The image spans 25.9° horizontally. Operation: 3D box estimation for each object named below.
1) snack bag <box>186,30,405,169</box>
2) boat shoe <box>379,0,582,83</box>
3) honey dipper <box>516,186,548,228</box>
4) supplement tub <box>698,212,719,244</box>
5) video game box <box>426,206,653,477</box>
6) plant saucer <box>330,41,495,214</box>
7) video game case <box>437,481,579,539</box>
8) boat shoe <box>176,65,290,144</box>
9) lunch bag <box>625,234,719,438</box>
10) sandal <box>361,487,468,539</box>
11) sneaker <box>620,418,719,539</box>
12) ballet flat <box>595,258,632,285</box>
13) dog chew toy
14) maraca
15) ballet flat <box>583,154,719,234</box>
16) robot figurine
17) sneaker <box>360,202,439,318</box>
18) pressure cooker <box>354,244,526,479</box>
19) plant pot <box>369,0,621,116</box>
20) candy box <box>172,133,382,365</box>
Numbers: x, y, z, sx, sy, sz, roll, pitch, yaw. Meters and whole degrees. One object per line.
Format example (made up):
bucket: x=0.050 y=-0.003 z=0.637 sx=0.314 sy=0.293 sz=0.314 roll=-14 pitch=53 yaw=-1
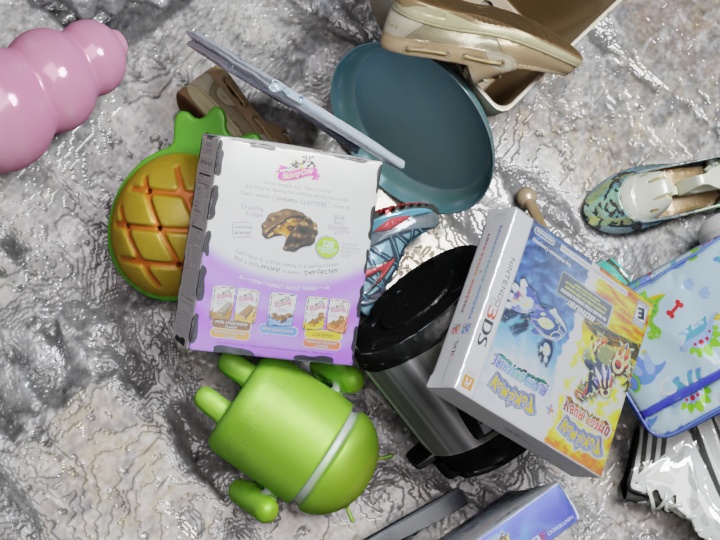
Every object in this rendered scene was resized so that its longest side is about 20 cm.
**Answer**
snack bag: x=-0.062 y=-0.162 z=1.527 sx=0.188 sy=0.200 sz=0.022 roll=30 pitch=94 yaw=-37
boat shoe: x=0.114 y=-0.214 z=1.488 sx=0.198 sy=0.071 sz=0.065 roll=14 pitch=113 yaw=-16
honey dipper: x=0.199 y=-0.019 z=1.606 sx=0.038 sy=0.038 sz=0.201 roll=-7 pitch=41 yaw=-11
supplement tub: x=0.443 y=0.028 z=1.633 sx=0.139 sy=0.140 sz=0.202 roll=-13 pitch=81 yaw=-11
video game box: x=0.170 y=0.068 z=1.444 sx=0.199 sy=0.047 sz=0.184 roll=31 pitch=71 yaw=-30
plant saucer: x=0.057 y=-0.148 z=1.582 sx=0.200 sy=0.200 sz=0.027 roll=45 pitch=54 yaw=1
video game case: x=0.099 y=0.280 z=1.507 sx=0.199 sy=0.181 sz=0.046 roll=-32 pitch=87 yaw=-13
boat shoe: x=-0.100 y=-0.125 z=1.602 sx=0.064 sy=0.071 sz=0.200 roll=-41 pitch=89 yaw=-21
lunch bag: x=0.341 y=0.063 z=1.551 sx=0.199 sy=0.082 sz=0.162 roll=-29 pitch=85 yaw=18
sandal: x=0.024 y=0.279 z=1.548 sx=0.199 sy=0.076 sz=0.043 roll=-27 pitch=83 yaw=-13
sneaker: x=0.333 y=0.248 z=1.618 sx=0.114 sy=0.076 sz=0.202 roll=-16 pitch=74 yaw=-3
ballet flat: x=0.298 y=0.081 z=1.641 sx=0.070 sy=0.067 sz=0.200 roll=-40 pitch=83 yaw=-7
dog chew toy: x=-0.320 y=-0.183 z=1.562 sx=0.199 sy=0.125 sz=0.125 roll=-33 pitch=86 yaw=-22
maraca: x=-0.172 y=-0.064 z=1.551 sx=0.137 sy=0.107 sz=0.201 roll=34 pitch=102 yaw=3
ballet flat: x=0.337 y=-0.089 z=1.676 sx=0.198 sy=0.074 sz=0.075 roll=-15 pitch=82 yaw=-12
robot figurine: x=-0.068 y=0.159 z=1.536 sx=0.199 sy=0.116 sz=0.176 roll=34 pitch=81 yaw=-2
sneaker: x=0.000 y=0.000 z=1.609 sx=0.199 sy=0.079 sz=0.096 roll=-28 pitch=96 yaw=-5
pressure cooker: x=0.112 y=0.097 z=1.539 sx=0.201 sy=0.175 sz=0.179 roll=53 pitch=38 yaw=-18
plant pot: x=0.124 y=-0.276 z=1.618 sx=0.200 sy=0.177 sz=0.200 roll=-44 pitch=90 yaw=-13
candy box: x=-0.080 y=-0.020 z=1.499 sx=0.166 sy=0.071 sz=0.202 roll=8 pitch=94 yaw=-21
